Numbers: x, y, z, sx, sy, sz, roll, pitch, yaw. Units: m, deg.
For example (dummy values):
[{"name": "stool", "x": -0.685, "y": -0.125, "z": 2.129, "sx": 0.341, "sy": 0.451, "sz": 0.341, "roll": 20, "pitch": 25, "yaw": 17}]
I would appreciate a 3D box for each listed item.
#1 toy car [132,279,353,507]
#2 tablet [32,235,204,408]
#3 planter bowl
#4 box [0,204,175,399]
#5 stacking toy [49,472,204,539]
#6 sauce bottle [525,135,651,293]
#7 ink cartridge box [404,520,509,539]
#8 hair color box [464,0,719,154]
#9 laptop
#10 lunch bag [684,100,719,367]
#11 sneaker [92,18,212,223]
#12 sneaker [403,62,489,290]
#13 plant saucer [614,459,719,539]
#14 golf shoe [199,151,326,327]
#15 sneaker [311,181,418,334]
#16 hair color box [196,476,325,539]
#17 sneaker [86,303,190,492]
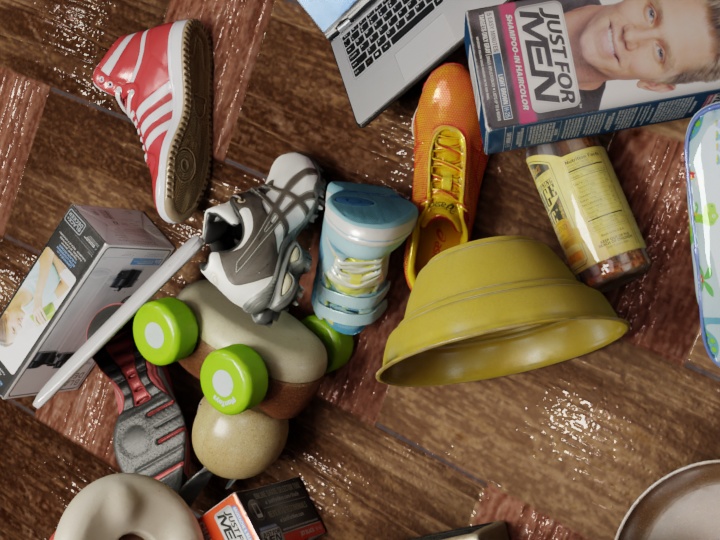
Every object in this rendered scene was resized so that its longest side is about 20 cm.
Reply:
[{"name": "toy car", "x": -0.121, "y": 0.125, "z": 0.964, "sx": 0.156, "sy": 0.163, "sz": 0.203, "roll": 30, "pitch": 114, "yaw": 25}, {"name": "tablet", "x": -0.217, "y": 0.042, "z": 0.961, "sx": 0.200, "sy": 0.130, "sz": 0.014, "roll": -45, "pitch": 99, "yaw": -6}, {"name": "planter bowl", "x": 0.102, "y": 0.026, "z": 0.823, "sx": 0.198, "sy": 0.200, "sz": 0.085, "roll": -18, "pitch": 72, "yaw": 25}, {"name": "box", "x": -0.289, "y": 0.033, "z": 1.071, "sx": 0.060, "sy": 0.116, "sz": 0.201, "roll": 43, "pitch": 106, "yaw": 19}, {"name": "stacking toy", "x": -0.240, "y": 0.267, "z": 0.921, "sx": 0.199, "sy": 0.145, "sz": 0.149, "roll": -27, "pitch": 76, "yaw": 41}, {"name": "sauce bottle", "x": 0.171, "y": -0.082, "z": 0.862, "sx": 0.065, "sy": 0.066, "sz": 0.203, "roll": -26, "pitch": 74, "yaw": 24}, {"name": "ink cartridge box", "x": 0.065, "y": 0.330, "z": 0.895, "sx": 0.163, "sy": 0.075, "sz": 0.204, "roll": -18, "pitch": 80, "yaw": 27}, {"name": "hair color box", "x": 0.184, "y": -0.161, "z": 0.814, "sx": 0.196, "sy": 0.061, "sz": 0.102, "roll": -10, "pitch": 78, "yaw": 3}, {"name": "laptop", "x": 0.014, "y": -0.270, "z": 0.916, "sx": 0.186, "sy": 0.115, "sz": 0.202, "roll": -37, "pitch": 45, "yaw": 22}, {"name": "lunch bag", "x": 0.319, "y": -0.028, "z": 0.757, "sx": 0.158, "sy": 0.082, "sz": 0.204, "roll": -5, "pitch": 95, "yaw": 26}, {"name": "sneaker", "x": -0.211, "y": -0.146, "z": 1.060, "sx": 0.111, "sy": 0.071, "sz": 0.204, "roll": -1, "pitch": 80, "yaw": 24}, {"name": "sneaker", "x": 0.076, "y": -0.073, "z": 0.896, "sx": 0.072, "sy": 0.077, "sz": 0.204, "roll": 3, "pitch": 95, "yaw": -2}, {"name": "plant saucer", "x": 0.289, "y": 0.244, "z": 0.805, "sx": 0.197, "sy": 0.032, "sz": 0.204, "roll": -1, "pitch": 87, "yaw": 27}, {"name": "golf shoe", "x": -0.087, "y": -0.050, "z": 0.933, "sx": 0.078, "sy": 0.094, "sz": 0.202, "roll": -46, "pitch": 25, "yaw": 35}, {"name": "sneaker", "x": 0.000, "y": 0.000, "z": 0.893, "sx": 0.078, "sy": 0.200, "sz": 0.133, "roll": 7, "pitch": 101, "yaw": -2}, {"name": "hair color box", "x": -0.142, "y": 0.274, "z": 0.985, "sx": 0.199, "sy": 0.110, "sz": 0.064, "roll": -39, "pitch": 71, "yaw": 21}, {"name": "sneaker", "x": -0.202, "y": 0.131, "z": 1.037, "sx": 0.073, "sy": 0.087, "sz": 0.203, "roll": -22, "pitch": 70, "yaw": 4}]
